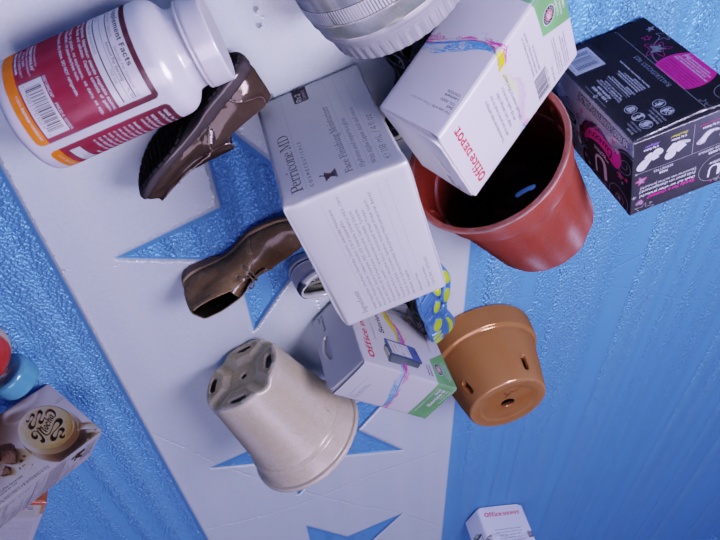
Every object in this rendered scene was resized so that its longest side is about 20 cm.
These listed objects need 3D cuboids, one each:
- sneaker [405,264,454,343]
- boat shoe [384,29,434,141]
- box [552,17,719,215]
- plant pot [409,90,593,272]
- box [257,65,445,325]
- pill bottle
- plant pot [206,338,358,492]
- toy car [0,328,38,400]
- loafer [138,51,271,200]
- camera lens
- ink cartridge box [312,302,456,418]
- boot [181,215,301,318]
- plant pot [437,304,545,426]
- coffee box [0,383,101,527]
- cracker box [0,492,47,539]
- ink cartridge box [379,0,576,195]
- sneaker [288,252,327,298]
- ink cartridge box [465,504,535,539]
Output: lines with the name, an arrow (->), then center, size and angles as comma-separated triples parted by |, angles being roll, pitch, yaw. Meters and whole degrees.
sneaker -> 0.093, 0.043, 0.979 | 0.071, 0.083, 0.200 | -46, 150, -17
boat shoe -> 0.055, -0.237, 0.701 | 0.062, 0.075, 0.200 | 5, 126, -18
box -> 0.324, -0.183, 0.756 | 0.132, 0.200, 0.115 | -22, 136, 2
plant pot -> 0.194, -0.099, 0.813 | 0.201, 0.201, 0.195 | -36, 142, 17
box -> -0.011, -0.084, 0.734 | 0.131, 0.199, 0.200 | -22, 137, 2
pill bottle -> -0.229, -0.185, 0.618 | 0.200, 0.113, 0.113 | -22, 137, 3
plant pot -> -0.134, 0.212, 1.014 | 0.200, 0.201, 0.184 | -30, 124, 10
toy car -> -0.532, 0.169, 0.799 | 0.177, 0.200, 0.184 | -24, 136, 5
loafer -> -0.171, -0.143, 0.709 | 0.200, 0.073, 0.071 | -41, 132, 21
camera lens -> -0.011, -0.304, 0.542 | 0.160, 0.160, 0.200 | -32, 135, 12
ink cartridge box -> 0.036, 0.134, 1.009 | 0.200, 0.145, 0.088 | 21, 123, -35
boot -> -0.147, -0.001, 0.860 | 0.200, 0.075, 0.074 | -30, 134, 9
plant pot -> 0.231, 0.178, 1.128 | 0.200, 0.140, 0.200 | -10, 137, -10
coffee box -> -0.483, 0.265, 0.897 | 0.113, 0.200, 0.080 | 39, 121, 6
cracker box -> -0.638, 0.431, 1.127 | 0.134, 0.058, 0.200 | 13, 127, -29
ink cartridge box -> 0.129, -0.200, 0.676 | 0.200, 0.084, 0.145 | -55, 150, 0
sneaker -> 0.000, 0.000, 0.916 | 0.200, 0.071, 0.073 | -15, 137, -5
ink cartridge box -> 0.385, 0.735, 1.698 | 0.145, 0.200, 0.084 | 4, 134, -23
